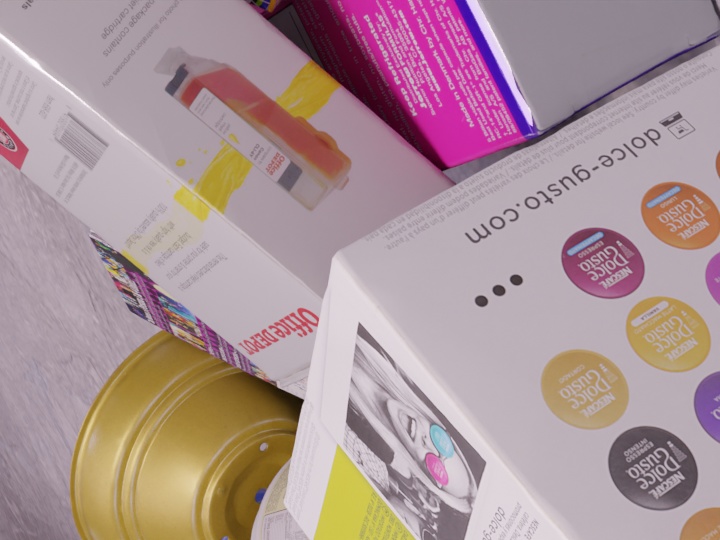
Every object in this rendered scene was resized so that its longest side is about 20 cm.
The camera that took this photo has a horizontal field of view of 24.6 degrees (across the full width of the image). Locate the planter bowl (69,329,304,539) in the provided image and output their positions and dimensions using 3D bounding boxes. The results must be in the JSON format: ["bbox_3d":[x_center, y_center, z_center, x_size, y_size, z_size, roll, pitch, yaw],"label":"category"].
[{"bbox_3d":[-0.085,0.134,1.092,0.083,0.200,0.201,27,139,48],"label":"planter bowl"}]

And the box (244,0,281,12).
[{"bbox_3d":[-0.026,-0.213,0.666,0.064,0.070,0.200,23,121,3],"label":"box"}]

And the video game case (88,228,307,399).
[{"bbox_3d":[-0.061,0.029,0.969,0.181,0.036,0.200,25,167,5],"label":"video game case"}]

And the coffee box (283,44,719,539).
[{"bbox_3d":[0.111,0.074,0.642,0.198,0.199,0.200,50,153,22],"label":"coffee box"}]

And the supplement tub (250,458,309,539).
[{"bbox_3d":[0.021,0.159,0.975,0.145,0.145,0.200,61,156,2],"label":"supplement tub"}]

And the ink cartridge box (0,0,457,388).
[{"bbox_3d":[-0.070,-0.050,0.711,0.200,0.083,0.145,41,160,-8],"label":"ink cartridge box"}]

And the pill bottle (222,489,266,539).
[{"bbox_3d":[-0.045,0.230,1.219,0.200,0.112,0.112,11,125,59],"label":"pill bottle"}]

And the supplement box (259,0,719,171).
[{"bbox_3d":[0.043,-0.104,0.711,0.104,0.101,0.200,63,156,-7],"label":"supplement box"}]

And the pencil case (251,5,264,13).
[{"bbox_3d":[-0.040,-0.176,0.811,0.094,0.091,0.200,36,144,21],"label":"pencil case"}]
